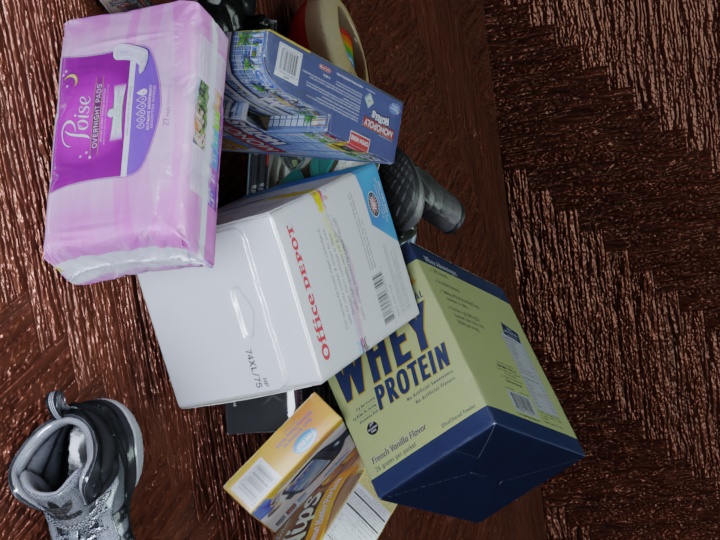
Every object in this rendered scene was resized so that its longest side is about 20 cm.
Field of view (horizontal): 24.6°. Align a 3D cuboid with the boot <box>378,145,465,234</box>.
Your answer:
[{"bbox_3d":[0.056,-0.075,1.637,0.132,0.070,0.200,32,15,-28],"label":"boot"}]

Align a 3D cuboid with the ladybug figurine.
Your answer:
[{"bbox_3d":[-0.040,-0.239,1.876,0.200,0.072,0.136,-92,159,-57],"label":"ladybug figurine"}]

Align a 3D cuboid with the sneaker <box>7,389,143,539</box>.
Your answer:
[{"bbox_3d":[-0.192,0.180,1.129,0.114,0.075,0.200,44,38,-70],"label":"sneaker"}]

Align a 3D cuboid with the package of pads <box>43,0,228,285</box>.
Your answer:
[{"bbox_3d":[-0.166,-0.093,1.221,0.076,0.120,0.200,47,40,-61],"label":"package of pads"}]

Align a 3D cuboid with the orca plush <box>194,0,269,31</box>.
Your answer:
[{"bbox_3d":[-0.124,-0.244,1.561,0.200,0.071,0.105,-39,124,-74],"label":"orca plush"}]

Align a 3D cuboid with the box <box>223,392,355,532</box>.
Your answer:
[{"bbox_3d":[-0.062,0.185,1.554,0.119,0.041,0.200,-46,165,-7],"label":"box"}]

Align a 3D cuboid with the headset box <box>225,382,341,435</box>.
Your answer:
[{"bbox_3d":[-0.081,0.080,1.629,0.200,0.075,0.149,-4,89,-77],"label":"headset box"}]

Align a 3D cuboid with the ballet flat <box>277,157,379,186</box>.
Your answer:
[{"bbox_3d":[-0.026,-0.082,1.569,0.200,0.072,0.072,-48,-149,50],"label":"ballet flat"}]

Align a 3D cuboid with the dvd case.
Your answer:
[{"bbox_3d":[-0.101,-0.125,1.631,0.146,0.022,0.200,105,-11,-65],"label":"dvd case"}]

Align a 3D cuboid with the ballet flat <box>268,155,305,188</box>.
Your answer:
[{"bbox_3d":[-0.058,-0.075,1.683,0.200,0.074,0.074,83,11,-46],"label":"ballet flat"}]

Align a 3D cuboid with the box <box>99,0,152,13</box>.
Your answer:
[{"bbox_3d":[-0.210,-0.305,1.280,0.200,0.040,0.137,55,32,-66],"label":"box"}]

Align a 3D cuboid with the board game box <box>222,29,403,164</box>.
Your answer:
[{"bbox_3d":[-0.101,-0.148,1.442,0.200,0.200,0.062,21,75,-52],"label":"board game box"}]

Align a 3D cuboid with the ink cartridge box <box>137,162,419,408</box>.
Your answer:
[{"bbox_3d":[-0.069,0.011,1.415,0.200,0.146,0.147,-31,106,-60],"label":"ink cartridge box"}]

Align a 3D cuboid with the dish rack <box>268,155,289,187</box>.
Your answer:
[{"bbox_3d":[-0.067,-0.090,1.822,0.172,0.043,0.200,60,27,-60],"label":"dish rack"}]

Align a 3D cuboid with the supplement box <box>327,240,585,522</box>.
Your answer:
[{"bbox_3d":[0.079,0.110,1.563,0.200,0.134,0.200,25,35,-55],"label":"supplement box"}]

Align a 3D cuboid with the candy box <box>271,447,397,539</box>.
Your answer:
[{"bbox_3d":[-0.022,0.240,1.604,0.055,0.115,0.200,45,47,-12],"label":"candy box"}]

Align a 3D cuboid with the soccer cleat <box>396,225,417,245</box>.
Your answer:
[{"bbox_3d":[0.000,0.000,1.679,0.200,0.070,0.086,-36,152,-56],"label":"soccer cleat"}]
